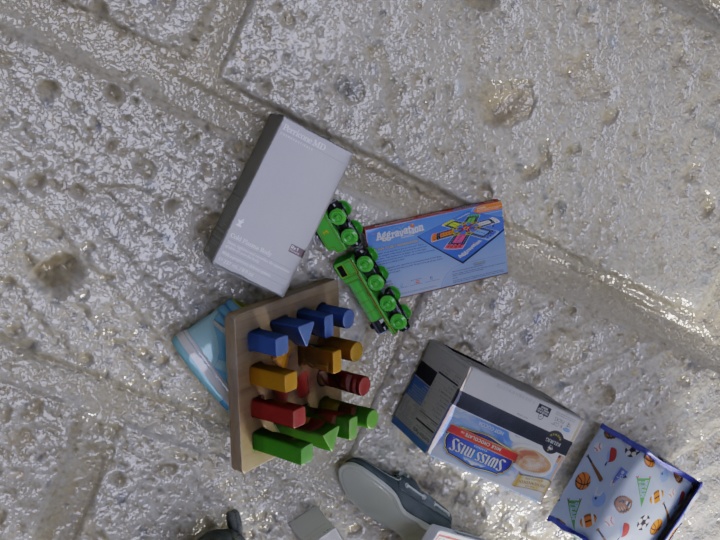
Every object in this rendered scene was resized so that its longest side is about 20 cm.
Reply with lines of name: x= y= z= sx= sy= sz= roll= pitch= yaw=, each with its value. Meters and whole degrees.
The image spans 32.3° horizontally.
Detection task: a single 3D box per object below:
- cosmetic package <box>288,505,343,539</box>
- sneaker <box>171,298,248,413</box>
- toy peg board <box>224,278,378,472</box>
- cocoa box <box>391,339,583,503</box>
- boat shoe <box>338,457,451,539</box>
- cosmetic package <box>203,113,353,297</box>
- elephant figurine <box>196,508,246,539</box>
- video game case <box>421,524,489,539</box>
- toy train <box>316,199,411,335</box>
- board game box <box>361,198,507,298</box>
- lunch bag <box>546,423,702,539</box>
cosmetic package: x=-0.021 y=0.419 z=1.679 sx=0.051 sy=0.082 sz=0.201 roll=-33 pitch=112 yaw=-14
sneaker: x=-0.130 y=0.122 z=1.573 sx=0.130 sy=0.080 sz=0.200 roll=-41 pitch=113 yaw=-7
toy peg board: x=-0.061 y=0.133 z=1.537 sx=0.200 sy=0.097 sz=0.201 roll=-20 pitch=114 yaw=-51
cocoa box: x=0.169 y=0.203 z=1.675 sx=0.199 sy=0.133 sz=0.132 roll=26 pitch=93 yaw=-23
boat shoe: x=0.051 y=0.312 z=1.705 sx=0.200 sy=0.073 sz=0.062 roll=41 pitch=45 yaw=-18
cosmetic package: x=-0.102 y=-0.082 z=1.531 sx=0.106 sy=0.090 sz=0.201 roll=24 pitch=94 yaw=-17
elephant figurine: x=-0.228 y=0.425 z=1.583 sx=0.200 sy=0.155 sz=0.142 roll=-37 pitch=77 yaw=17
video game case: x=0.113 y=0.424 z=1.711 sx=0.143 sy=0.017 sz=0.200 roll=-57 pitch=142 yaw=3
toy train: x=0.000 y=0.000 z=1.603 sx=0.056 sy=0.042 sz=0.201 roll=-23 pitch=106 yaw=23
board game box: x=0.101 y=-0.026 z=1.660 sx=0.199 sy=0.019 sz=0.104 roll=-12 pitch=107 yaw=-18
lunch bag: x=0.400 y=0.345 z=1.807 sx=0.200 sy=0.124 sz=0.171 roll=34 pitch=89 yaw=-38
